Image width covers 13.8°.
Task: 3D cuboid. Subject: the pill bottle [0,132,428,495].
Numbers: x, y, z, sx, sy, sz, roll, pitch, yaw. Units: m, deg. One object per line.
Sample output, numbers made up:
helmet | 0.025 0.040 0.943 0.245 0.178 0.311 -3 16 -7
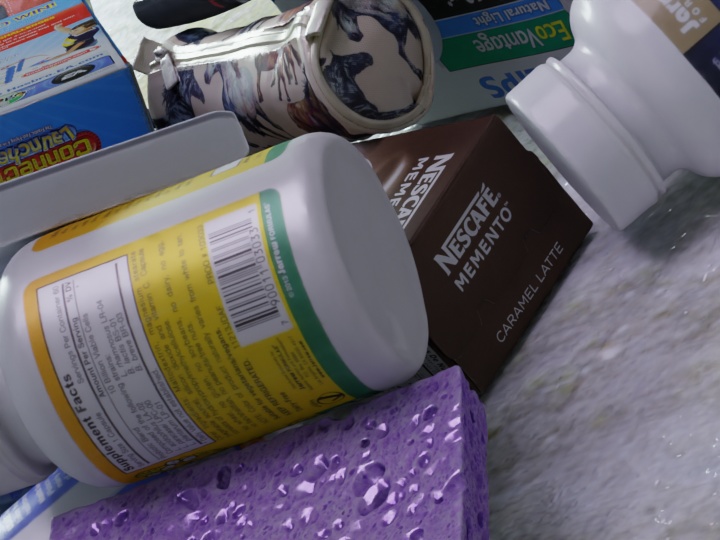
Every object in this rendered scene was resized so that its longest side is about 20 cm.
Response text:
pill bottle | -0.082 0.025 1.251 0.199 0.113 0.113 -21 29 17

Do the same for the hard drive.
hard drive | -0.135 -0.021 1.361 0.131 0.027 0.200 -20 -4 -18

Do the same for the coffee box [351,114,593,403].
coffee box | 0.000 0.000 1.451 0.200 0.080 0.115 -9 41 51

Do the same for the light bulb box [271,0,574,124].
light bulb box | 0.043 -0.194 1.568 0.198 0.200 0.125 -10 38 49

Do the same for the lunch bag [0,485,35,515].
lunch bag | -0.207 0.149 1.471 0.200 0.128 0.170 -37 17 -28

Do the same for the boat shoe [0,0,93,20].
boat shoe | -0.166 -0.066 1.679 0.062 0.201 0.071 -12 9 8

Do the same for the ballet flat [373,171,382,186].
ballet flat | -0.051 -0.003 1.362 0.200 0.069 0.070 -26 27 36

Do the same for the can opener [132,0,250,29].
can opener | -0.062 -0.157 1.535 0.200 0.079 0.063 -14 37 53

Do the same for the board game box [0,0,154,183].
board game box | -0.211 -0.063 1.494 0.199 0.056 0.196 -21 19 -6

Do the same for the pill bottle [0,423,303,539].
pill bottle | -0.105 0.134 1.341 0.200 0.112 0.112 -41 24 1

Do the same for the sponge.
sponge | -0.041 0.117 1.202 0.199 0.030 0.112 -21 38 20

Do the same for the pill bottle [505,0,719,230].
pill bottle | 0.166 -0.114 1.358 0.200 0.111 0.111 -42 24 -1

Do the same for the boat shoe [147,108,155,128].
boat shoe | -0.097 -0.068 1.699 0.075 0.093 0.200 -39 24 3

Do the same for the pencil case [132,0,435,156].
pencil case | -0.039 -0.098 1.523 0.200 0.089 0.078 -9 65 59
